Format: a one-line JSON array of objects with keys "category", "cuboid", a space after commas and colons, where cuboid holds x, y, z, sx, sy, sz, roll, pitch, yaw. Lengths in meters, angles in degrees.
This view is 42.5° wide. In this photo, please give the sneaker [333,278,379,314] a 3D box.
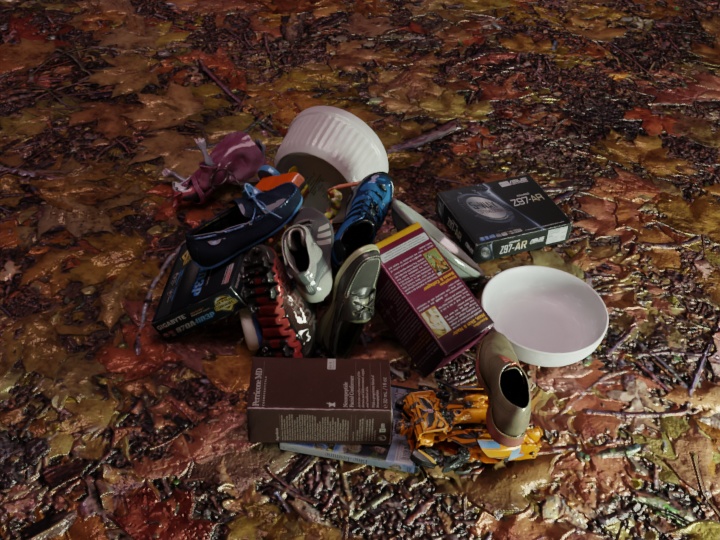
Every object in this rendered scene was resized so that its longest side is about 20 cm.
[{"category": "sneaker", "cuboid": [0.000, 0.000, 1.518, 0.199, 0.072, 0.080, 30, 50, 29]}]

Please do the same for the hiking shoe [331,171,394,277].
[{"category": "hiking shoe", "cuboid": [0.009, -0.074, 1.459, 0.074, 0.086, 0.202, 38, 67, -22]}]

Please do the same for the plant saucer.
[{"category": "plant saucer", "cuboid": [0.117, -0.038, 1.537, 0.199, 0.050, 0.200, 38, 9, -7]}]

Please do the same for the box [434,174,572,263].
[{"category": "box", "cuboid": [0.256, -0.096, 1.675, 0.197, 0.044, 0.161, -12, 43, -18]}]

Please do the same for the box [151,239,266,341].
[{"category": "box", "cuboid": [-0.232, 0.006, 1.452, 0.157, 0.046, 0.201, -23, 33, 24]}]

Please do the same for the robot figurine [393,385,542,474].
[{"category": "robot figurine", "cuboid": [0.143, 0.210, 1.277, 0.197, 0.059, 0.146, 3, 38, -18]}]

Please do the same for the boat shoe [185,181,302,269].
[{"category": "boat shoe", "cuboid": [-0.173, -0.078, 1.400, 0.199, 0.069, 0.084, -40, 38, -22]}]

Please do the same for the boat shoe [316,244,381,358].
[{"category": "boat shoe", "cuboid": [-0.007, 0.052, 1.365, 0.071, 0.202, 0.066, -9, 48, -37]}]

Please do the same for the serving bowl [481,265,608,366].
[{"category": "serving bowl", "cuboid": [0.283, 0.081, 1.451, 0.197, 0.066, 0.201, 2, 40, -2]}]

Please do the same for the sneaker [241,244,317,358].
[{"category": "sneaker", "cuboid": [-0.114, 0.051, 1.370, 0.070, 0.203, 0.098, -2, 21, 38]}]

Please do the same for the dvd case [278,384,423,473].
[{"category": "dvd case", "cuboid": [-0.005, 0.211, 1.312, 0.197, 0.018, 0.144, 9, 40, 7]}]

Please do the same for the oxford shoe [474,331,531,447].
[{"category": "oxford shoe", "cuboid": [0.205, 0.145, 1.273, 0.069, 0.075, 0.201, 9, 37, -11]}]

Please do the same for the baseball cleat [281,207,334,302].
[{"category": "baseball cleat", "cuboid": [-0.077, -0.048, 1.362, 0.069, 0.107, 0.201, -20, 42, 5]}]

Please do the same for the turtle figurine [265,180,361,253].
[{"category": "turtle figurine", "cuboid": [-0.084, -0.074, 1.541, 0.199, 0.065, 0.161, -40, 9, -14]}]

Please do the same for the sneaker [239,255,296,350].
[{"category": "sneaker", "cuboid": [-0.131, 0.041, 1.453, 0.109, 0.078, 0.201, -8, 34, 1]}]

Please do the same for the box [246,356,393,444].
[{"category": "box", "cuboid": [-0.055, 0.178, 1.277, 0.197, 0.076, 0.101, 0, 40, -1]}]

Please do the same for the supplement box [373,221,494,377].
[{"category": "supplement box", "cuboid": [0.093, 0.043, 1.409, 0.110, 0.086, 0.201, -27, 74, -33]}]

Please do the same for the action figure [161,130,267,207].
[{"category": "action figure", "cuboid": [-0.270, -0.170, 1.704, 0.149, 0.134, 0.200, 50, 60, -11]}]

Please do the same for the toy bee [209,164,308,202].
[{"category": "toy bee", "cuboid": [-0.150, -0.125, 1.568, 0.131, 0.109, 0.200, -43, 39, -10]}]

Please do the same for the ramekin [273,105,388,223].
[{"category": "ramekin", "cuboid": [-0.059, -0.178, 1.632, 0.198, 0.202, 0.106, 18, 51, 16]}]
